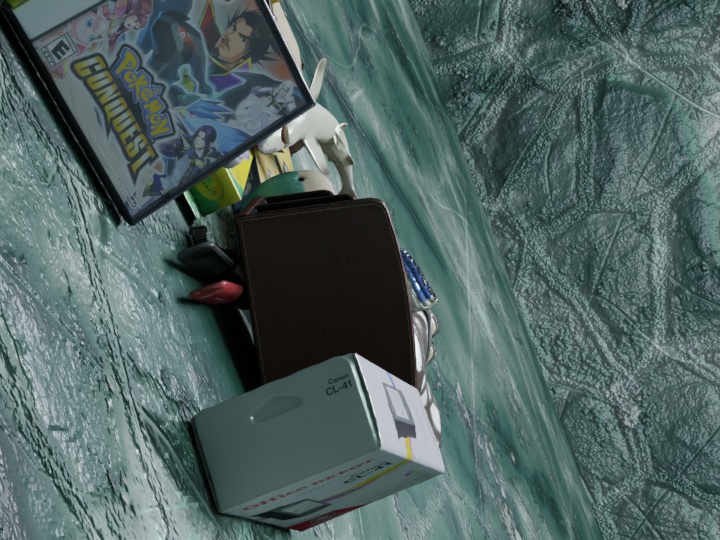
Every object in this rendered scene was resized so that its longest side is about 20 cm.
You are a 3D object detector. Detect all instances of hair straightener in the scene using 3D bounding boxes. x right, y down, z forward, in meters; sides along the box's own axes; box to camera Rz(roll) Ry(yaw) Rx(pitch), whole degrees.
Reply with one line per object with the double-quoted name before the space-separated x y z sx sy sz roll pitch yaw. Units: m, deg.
"hair straightener" -0.120 -0.008 1.540 0.200 0.041 0.077 16 54 -77

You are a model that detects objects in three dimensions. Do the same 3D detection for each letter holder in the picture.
"letter holder" -0.021 0.033 1.558 0.101 0.141 0.201 -64 146 -77

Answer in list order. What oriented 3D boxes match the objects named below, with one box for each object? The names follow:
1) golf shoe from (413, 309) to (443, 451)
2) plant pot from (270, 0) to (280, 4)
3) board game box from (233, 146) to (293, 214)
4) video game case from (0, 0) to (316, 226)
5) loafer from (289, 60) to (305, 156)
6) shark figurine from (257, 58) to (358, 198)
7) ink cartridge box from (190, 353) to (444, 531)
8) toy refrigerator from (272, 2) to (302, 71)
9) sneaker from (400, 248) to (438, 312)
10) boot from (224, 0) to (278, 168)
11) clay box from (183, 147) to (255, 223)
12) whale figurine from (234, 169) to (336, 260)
"golf shoe" 0.042 0.137 1.937 0.094 0.077 0.202 3 83 -65
"plant pot" -0.141 -0.322 1.690 0.200 0.142 0.200 44 21 -21
"board game box" -0.106 -0.115 1.820 0.136 0.034 0.201 54 19 -54
"video game case" -0.150 -0.164 1.345 0.025 0.180 0.201 33 -26 58
"loafer" -0.095 -0.226 1.977 0.073 0.071 0.201 6 63 -78
"shark figurine" -0.059 -0.132 1.786 0.214 0.089 0.129 46 53 -56
"ink cartridge box" -0.030 0.143 1.419 0.200 0.147 0.086 32 36 -70
"toy refrigerator" -0.102 -0.211 1.716 0.200 0.070 0.076 -100 167 -66
"sneaker" 0.000 0.000 1.821 0.077 0.085 0.200 59 -8 -29
"boot" -0.115 -0.197 1.527 0.074 0.095 0.201 -10 79 -78
"clay box" -0.146 -0.131 1.622 0.200 0.047 0.115 -88 154 -67
"whale figurine" -0.067 0.003 1.688 0.159 0.103 0.201 -115 -159 -58
